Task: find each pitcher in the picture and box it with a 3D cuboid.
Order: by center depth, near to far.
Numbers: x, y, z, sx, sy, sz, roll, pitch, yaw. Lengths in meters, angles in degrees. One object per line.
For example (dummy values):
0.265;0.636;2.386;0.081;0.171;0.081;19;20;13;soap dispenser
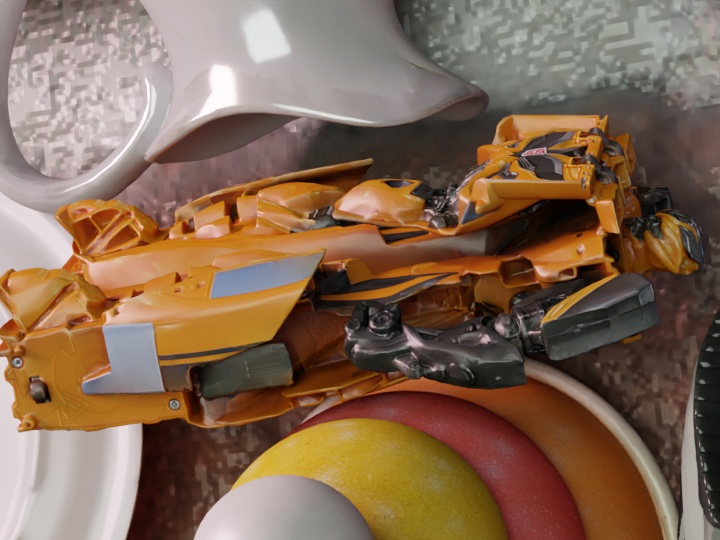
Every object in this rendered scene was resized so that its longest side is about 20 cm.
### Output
-0.063;-0.126;0.924;0.171;0.121;0.200;-14;88;16;pitcher

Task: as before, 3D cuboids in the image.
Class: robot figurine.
0.000;0.000;0.861;0.200;0.145;0.058;-11;106;11;robot figurine

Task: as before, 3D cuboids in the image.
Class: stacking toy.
0.000;0.087;0.825;0.146;0.200;0.146;-3;82;22;stacking toy

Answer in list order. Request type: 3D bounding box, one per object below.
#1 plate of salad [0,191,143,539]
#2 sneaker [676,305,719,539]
-0.156;0.062;0.970;0.200;0.048;0.201;-6;77;24;plate of salad
0.119;0.088;0.850;0.074;0.089;0.200;13;62;-2;sneaker
